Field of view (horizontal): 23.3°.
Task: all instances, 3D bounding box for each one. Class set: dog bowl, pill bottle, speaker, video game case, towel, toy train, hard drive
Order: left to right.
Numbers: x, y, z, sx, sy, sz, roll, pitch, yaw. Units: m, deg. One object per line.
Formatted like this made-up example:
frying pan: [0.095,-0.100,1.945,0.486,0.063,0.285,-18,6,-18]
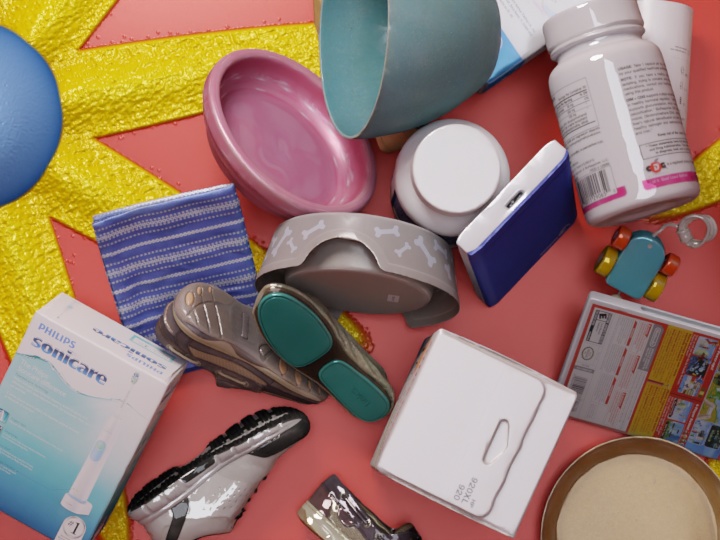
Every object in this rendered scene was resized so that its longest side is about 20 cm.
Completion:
towel: [-0.171,0.017,1.697,0.144,0.024,0.201,-14,125,-3]
dog bowl: [0.000,0.000,1.677,0.198,0.200,0.059,7,73,-1]
pill bottle: [0.086,-0.085,1.679,0.110,0.200,0.112,0,85,-1]
hard drive: [0.154,-0.041,1.677,0.025,0.200,0.132,43,85,17]
pill bottle: [0.244,-0.151,1.659,0.113,0.113,0.201,-14,83,-2]
speaker: [0.290,-0.168,1.751,0.081,0.081,0.202,4,86,-1]
video game case: [0.301,0.108,1.722,0.199,0.017,0.144,16,121,0]
toy train: [0.309,0.035,1.734,0.149,0.056,0.201,-9,110,10]

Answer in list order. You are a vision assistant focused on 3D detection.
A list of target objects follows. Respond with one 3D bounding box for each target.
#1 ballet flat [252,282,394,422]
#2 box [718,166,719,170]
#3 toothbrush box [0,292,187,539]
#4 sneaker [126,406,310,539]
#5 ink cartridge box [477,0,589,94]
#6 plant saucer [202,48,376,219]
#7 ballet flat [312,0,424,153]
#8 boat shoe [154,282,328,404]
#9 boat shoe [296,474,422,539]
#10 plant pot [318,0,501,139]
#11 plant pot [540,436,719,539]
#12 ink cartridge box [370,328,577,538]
ballet flat: [-0.039,0.073,1.698,0.067,0.063,0.200,-30,121,17]
box: [0.436,-0.054,1.685,0.086,0.200,0.165,-21,86,-3]
toothbrush box: [-0.279,0.147,1.682,0.146,0.085,0.201,27,105,1]
sneaker: [-0.130,0.208,1.725,0.199,0.074,0.080,-34,101,1]
ink cartridge box: [0.164,-0.295,1.755,0.199,0.085,0.145,-35,88,-2]
plant saucer: [-0.076,-0.124,1.706,0.201,0.200,0.051,51,126,2]
ballet flat: [-0.006,-0.207,1.756,0.063,0.068,0.201,-37,78,30]
boat shoe: [-0.116,0.078,1.708,0.200,0.073,0.075,34,44,-30]
boat shoe: [0.032,0.276,1.715,0.199,0.072,0.065,35,90,7]
plant pot: [0.054,-0.223,1.641,0.134,0.200,0.202,0,85,-20]
plant pot: [0.278,0.267,1.743,0.198,0.027,0.202,0,86,-1]
ink cartridge box: [0.103,0.152,1.661,0.144,0.200,0.148,25,85,0]
